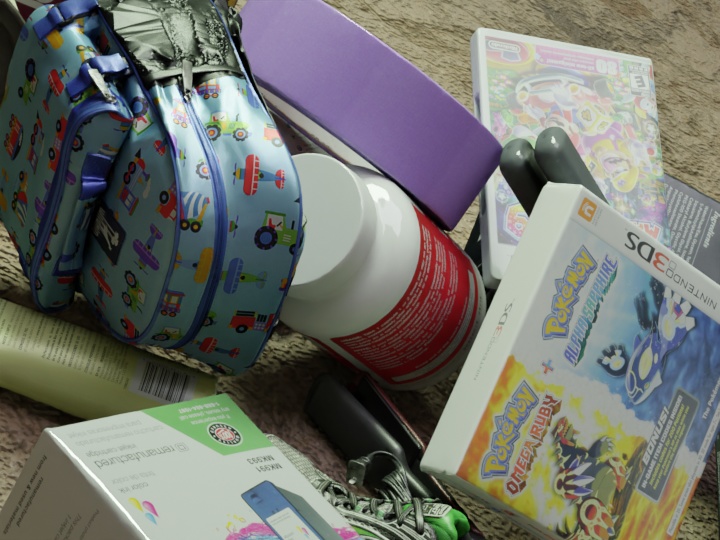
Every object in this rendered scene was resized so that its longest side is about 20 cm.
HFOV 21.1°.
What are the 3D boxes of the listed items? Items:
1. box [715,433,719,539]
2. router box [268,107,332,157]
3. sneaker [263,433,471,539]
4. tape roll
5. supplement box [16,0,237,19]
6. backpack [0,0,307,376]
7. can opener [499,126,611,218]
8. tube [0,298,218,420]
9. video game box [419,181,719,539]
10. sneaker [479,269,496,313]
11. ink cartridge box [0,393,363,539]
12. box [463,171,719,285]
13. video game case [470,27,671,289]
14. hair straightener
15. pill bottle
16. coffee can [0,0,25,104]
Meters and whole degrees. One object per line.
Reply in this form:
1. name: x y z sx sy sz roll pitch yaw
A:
1. box: 0.334 0.159 1.358 0.192 0.047 0.202 18 61 -29
2. router box: -0.044 -0.078 1.411 0.199 0.049 0.181 -13 74 -56
3. sneaker: 0.016 0.151 1.098 0.199 0.086 0.078 33 26 8
4. tape roll: -0.002 -0.109 1.286 0.199 0.066 0.200 36 -1 1
5. supplement box: -0.197 -0.255 1.555 0.198 0.132 0.104 20 27 -19
6. backpack: -0.119 -0.040 1.117 0.133 0.183 0.201 -2 45 -32
7. can opener: 0.152 0.001 1.272 0.201 0.053 0.067 55 35 -30
8. tube: -0.181 0.051 1.119 0.198 0.052 0.058 22 -15 -10
9. video game box: 0.151 0.075 1.224 0.181 0.201 0.047 31 -14 -27
10. sneaker: 0.125 0.072 1.339 0.114 0.075 0.200 42 12 -28
11. ink cartridge box: -0.069 0.165 0.980 0.200 0.088 0.145 46 29 26
12. box: 0.191 -0.003 1.460 0.199 0.148 0.108 27 67 -7
13. video game case: 0.150 -0.072 1.372 0.142 0.018 0.202 8 63 -18
14. hair straightener: 0.019 0.139 1.190 0.076 0.041 0.201 4 41 -43
15. pill bottle: 0.000 0.000 1.242 0.112 0.112 0.200 45 3 29
16. coffee can: -0.304 -0.178 1.281 0.145 0.147 0.201 14 29 -31
